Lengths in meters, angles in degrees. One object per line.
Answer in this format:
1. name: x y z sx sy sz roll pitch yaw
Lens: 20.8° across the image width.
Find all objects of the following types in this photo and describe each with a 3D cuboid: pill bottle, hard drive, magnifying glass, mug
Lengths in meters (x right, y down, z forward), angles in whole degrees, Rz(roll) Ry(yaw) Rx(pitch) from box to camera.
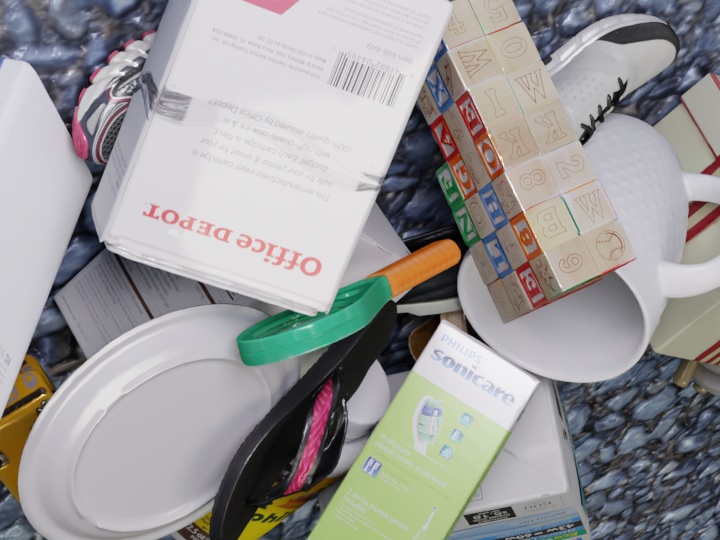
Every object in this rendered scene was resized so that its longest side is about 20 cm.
1. pill bottle: -0.068 0.128 1.477 0.109 0.109 0.200 1 148 -44
2. hard drive: -0.216 -0.003 1.141 0.132 0.025 0.200 71 32 -59
3. magnifying glass: -0.001 0.019 1.228 0.079 0.022 0.200 -12 -168 40
4. mug: 0.193 -0.028 1.450 0.176 0.199 0.148 -60 142 -40

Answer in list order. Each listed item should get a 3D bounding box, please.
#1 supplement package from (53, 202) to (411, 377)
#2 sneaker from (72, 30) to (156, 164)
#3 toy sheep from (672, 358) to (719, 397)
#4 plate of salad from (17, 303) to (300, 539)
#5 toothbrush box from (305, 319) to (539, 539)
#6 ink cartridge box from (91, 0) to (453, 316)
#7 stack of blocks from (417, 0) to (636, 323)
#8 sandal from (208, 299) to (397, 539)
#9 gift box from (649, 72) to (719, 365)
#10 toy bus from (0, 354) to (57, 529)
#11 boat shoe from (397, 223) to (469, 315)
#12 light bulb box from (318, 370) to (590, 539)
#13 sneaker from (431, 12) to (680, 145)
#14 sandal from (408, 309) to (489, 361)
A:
1. supplement package: -0.082 0.010 1.327 0.200 0.120 0.121 -41 146 11
2. sneaker: -0.083 -0.108 1.207 0.200 0.075 0.081 -20 147 -22
3. toy sheep: 0.349 0.059 1.805 0.138 0.138 0.200 -41 165 10
4. plate of salad: -0.128 0.096 1.238 0.200 0.048 0.200 -23 139 -22
5. toothbrush box: 0.045 0.144 1.418 0.200 0.086 0.146 -57 173 0
6. ink cartridge box: -0.054 -0.092 1.138 0.145 0.085 0.200 19 102 -18
7. stack of blocks: 0.095 -0.075 1.299 0.058 0.200 0.115 -23 176 -18
8. sandal: -0.028 0.102 1.272 0.200 0.045 0.075 -51 162 -17
9. gift box: 0.313 -0.046 1.586 0.187 0.185 0.200 -42 154 29
10. toy bus: -0.227 0.124 1.385 0.065 0.078 0.200 -30 149 -7
11. boat shoe: 0.001 0.001 1.451 0.199 0.075 0.066 -6 114 -18
12. light bulb box: 0.075 0.161 1.599 0.198 0.125 0.200 -12 159 9
13. sneaker: 0.153 -0.118 1.419 0.200 0.080 0.074 -28 147 -15
14. sandal: 0.071 0.052 1.601 0.069 0.078 0.212 -2 167 13
